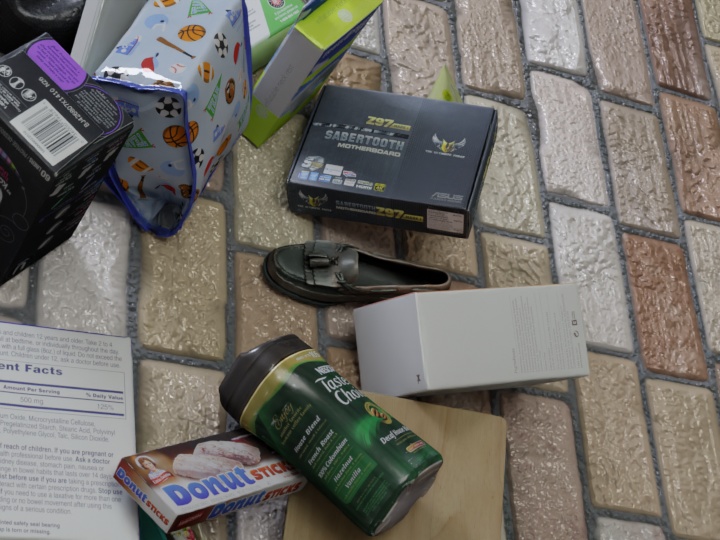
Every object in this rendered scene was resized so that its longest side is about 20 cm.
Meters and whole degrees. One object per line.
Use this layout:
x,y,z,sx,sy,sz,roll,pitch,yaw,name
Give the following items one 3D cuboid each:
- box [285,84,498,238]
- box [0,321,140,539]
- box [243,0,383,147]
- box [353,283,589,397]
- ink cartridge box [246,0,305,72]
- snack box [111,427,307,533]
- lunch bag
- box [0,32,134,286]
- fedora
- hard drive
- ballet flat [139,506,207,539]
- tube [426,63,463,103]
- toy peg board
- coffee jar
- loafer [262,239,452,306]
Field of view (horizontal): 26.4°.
0.036,-0.120,1.648,0.200,0.051,0.158,10,50,11,box
-0.293,0.154,1.301,0.184,0.105,0.200,9,57,-26,box
-0.053,-0.228,1.624,0.048,0.200,0.122,42,49,1,box
0.112,0.073,1.556,0.200,0.124,0.098,-3,82,-31,box
-0.179,-0.303,1.679,0.200,0.084,0.146,47,49,6,ink cartridge box
-0.124,0.176,1.324,0.072,0.024,0.200,42,23,22,snack box
-0.182,-0.155,1.520,0.124,0.200,0.170,12,49,16,lunch bag
-0.309,-0.097,1.393,0.122,0.200,0.106,45,49,4,box
-0.309,-0.277,1.523,0.200,0.092,0.201,13,68,-33,fedora
-0.236,-0.247,1.533,0.026,0.132,0.200,14,84,18,hard drive
-0.152,0.255,1.340,0.064,0.076,0.200,-6,66,-50,ballet flat
0.079,-0.147,1.743,0.052,0.058,0.200,26,49,1,tube
0.027,0.231,1.457,0.199,0.098,0.200,11,53,-4,toy peg board
-0.029,0.142,1.383,0.200,0.085,0.104,38,20,15,coffee jar
0.000,0.000,1.595,0.200,0.063,0.072,12,56,-23,loafer
